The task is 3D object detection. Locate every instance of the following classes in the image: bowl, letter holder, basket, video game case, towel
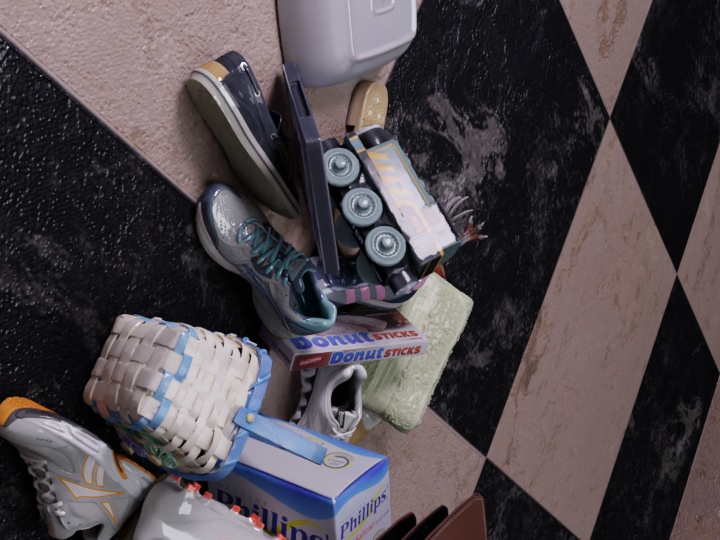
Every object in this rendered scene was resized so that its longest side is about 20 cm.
[{"bbox_3d":[-0.004,-0.306,1.127,0.199,0.074,0.202,-32,127,-47],"label":"bowl"},{"bbox_3d":[0.040,0.315,1.042,0.200,0.100,0.144,-33,125,-47],"label":"letter holder"},{"bbox_3d":[-0.147,0.126,0.969,0.199,0.175,0.140,28,76,-37],"label":"basket"},{"bbox_3d":[-0.052,-0.108,1.043,0.201,0.019,0.144,-110,-170,-57],"label":"video game case"},{"bbox_3d":[0.048,0.087,1.292,0.201,0.147,0.036,-63,-171,-16],"label":"towel"}]

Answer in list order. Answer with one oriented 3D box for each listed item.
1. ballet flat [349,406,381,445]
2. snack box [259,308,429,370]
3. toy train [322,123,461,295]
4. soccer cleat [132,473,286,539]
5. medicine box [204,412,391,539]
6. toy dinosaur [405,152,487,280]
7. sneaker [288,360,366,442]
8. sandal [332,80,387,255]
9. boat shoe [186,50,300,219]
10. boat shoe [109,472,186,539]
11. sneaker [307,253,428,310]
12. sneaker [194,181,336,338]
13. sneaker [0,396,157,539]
[{"bbox_3d":[0.022,0.142,1.321,0.069,0.062,0.202,35,72,-58],"label":"ballet flat"},{"bbox_3d":[-0.016,0.078,1.185,0.198,0.072,0.025,-3,123,-39],"label":"snack box"},{"bbox_3d":[0.026,-0.071,1.152,0.113,0.201,0.085,-24,163,-19],"label":"toy train"},{"bbox_3d":[-0.137,0.267,1.002,0.200,0.069,0.078,39,77,-36],"label":"soccer cleat"},{"bbox_3d":[-0.066,0.284,1.127,0.103,0.181,0.202,-31,125,-48],"label":"medicine box"},{"bbox_3d":[0.086,-0.044,1.324,0.181,0.104,0.202,-9,110,-51],"label":"toy dinosaur"},{"bbox_3d":[-0.041,0.185,1.208,0.075,0.081,0.202,2,106,-36],"label":"sneaker"},{"bbox_3d":[0.019,-0.116,1.224,0.077,0.069,0.214,-3,103,-56],"label":"sandal"},{"bbox_3d":[-0.103,-0.132,1.033,0.062,0.074,0.201,-47,132,-22],"label":"boat shoe"},{"bbox_3d":[-0.227,0.281,0.985,0.076,0.073,0.201,60,32,-28],"label":"boat shoe"},{"bbox_3d":[0.000,0.000,1.195,0.199,0.082,0.071,-1,60,-46],"label":"sneaker"},{"bbox_3d":[-0.088,-0.013,1.058,0.078,0.086,0.201,-53,123,-28],"label":"sneaker"},{"bbox_3d":[-0.259,0.186,0.907,0.093,0.075,0.200,-59,142,-18],"label":"sneaker"}]
